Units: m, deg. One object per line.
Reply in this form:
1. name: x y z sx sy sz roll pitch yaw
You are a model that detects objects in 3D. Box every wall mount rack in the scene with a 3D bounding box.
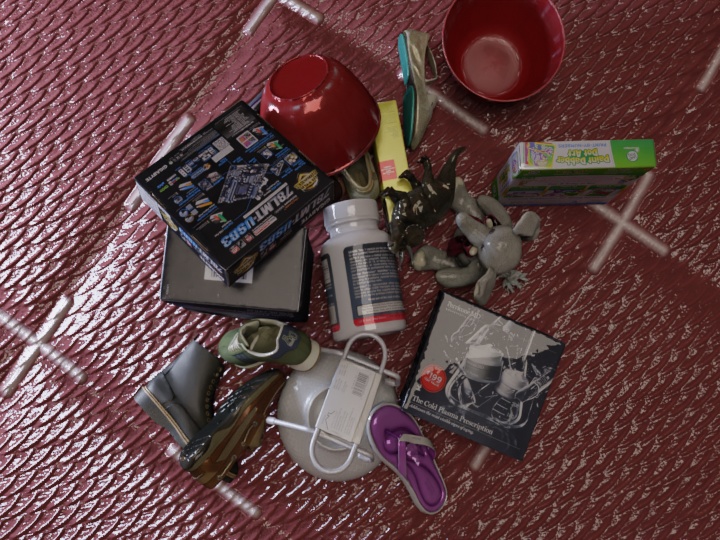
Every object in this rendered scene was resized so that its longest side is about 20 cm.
1. wall mount rack: -0.040 0.182 0.975 0.169 0.075 0.205 19 70 8

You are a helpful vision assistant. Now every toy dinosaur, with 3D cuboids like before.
1. toy dinosaur: 0.093 -0.105 1.036 0.200 0.077 0.103 -44 99 -14

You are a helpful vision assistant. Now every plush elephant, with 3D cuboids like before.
1. plush elephant: 0.187 -0.040 1.049 0.197 0.155 0.167 34 83 4

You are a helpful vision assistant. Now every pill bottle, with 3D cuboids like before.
1. pill bottle: 0.000 0.000 1.060 0.116 0.120 0.207 -9 83 -2

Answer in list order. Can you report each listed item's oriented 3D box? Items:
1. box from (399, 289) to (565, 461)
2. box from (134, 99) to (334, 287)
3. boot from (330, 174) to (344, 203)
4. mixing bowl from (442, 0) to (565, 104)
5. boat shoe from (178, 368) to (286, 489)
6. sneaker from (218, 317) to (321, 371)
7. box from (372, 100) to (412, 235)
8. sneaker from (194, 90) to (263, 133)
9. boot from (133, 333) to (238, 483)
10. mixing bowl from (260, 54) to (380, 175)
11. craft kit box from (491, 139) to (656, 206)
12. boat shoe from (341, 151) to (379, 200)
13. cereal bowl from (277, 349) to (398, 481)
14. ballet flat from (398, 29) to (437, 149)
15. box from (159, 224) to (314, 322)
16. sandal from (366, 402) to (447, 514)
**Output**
1. box: 0.179 0.153 1.038 0.195 0.104 0.187 21 91 2
2. box: -0.168 -0.111 0.924 0.198 0.050 0.199 41 66 17
3. boot: -0.134 -0.105 1.053 0.193 0.168 0.074 10 125 11
4. mixing bowl: 0.223 -0.354 1.114 0.193 0.108 0.207 0 82 0
5. boat shoe: -0.180 0.235 1.019 0.200 0.075 0.075 -46 108 -30
6. sneaker: -0.156 0.101 1.014 0.195 0.090 0.069 0 61 37
7. box: 0.051 -0.162 1.106 0.048 0.075 0.207 -9 84 -2
8. sneaker: -0.222 -0.227 1.113 0.087 0.075 0.202 35 83 10
9. boot: -0.233 0.212 1.058 0.199 0.077 0.139 43 75 0
10. mixing bowl: -0.075 -0.250 1.032 0.194 0.109 0.205 -10 51 13
11. craft kit box: 0.314 -0.144 1.044 0.193 0.198 0.050 -1 83 -2
12. boat shoe: -0.024 -0.204 1.105 0.071 0.063 0.206 -19 72 -2
13. cereal bowl: -0.034 0.222 1.050 0.193 0.083 0.207 0 82 -2
14. ballet flat: 0.100 -0.302 1.130 0.060 0.067 0.207 -2 83 -11
15. box: -0.172 0.005 1.017 0.193 0.199 0.128 5 83 0
16. sandal: 0.082 0.280 1.027 0.082 0.049 0.205 -44 111 -27
